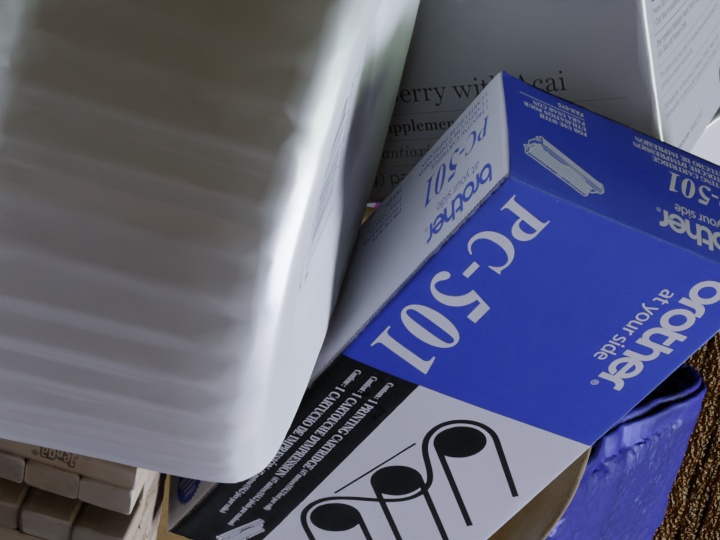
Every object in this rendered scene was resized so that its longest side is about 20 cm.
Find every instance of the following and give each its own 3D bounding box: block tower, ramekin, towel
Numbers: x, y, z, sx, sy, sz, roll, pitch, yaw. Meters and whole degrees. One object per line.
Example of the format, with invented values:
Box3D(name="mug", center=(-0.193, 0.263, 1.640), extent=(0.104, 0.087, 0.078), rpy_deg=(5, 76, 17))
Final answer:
Box3D(name="block tower", center=(-0.100, 0.107, 0.810), extent=(0.058, 0.054, 0.201), rpy_deg=(-67, 171, -51))
Box3D(name="ramekin", center=(-0.048, -0.041, 0.663), extent=(0.200, 0.097, 0.202), rpy_deg=(16, 90, -85))
Box3D(name="towel", center=(0.071, 0.137, 1.030), extent=(0.147, 0.049, 0.201), rpy_deg=(-21, 132, -55))

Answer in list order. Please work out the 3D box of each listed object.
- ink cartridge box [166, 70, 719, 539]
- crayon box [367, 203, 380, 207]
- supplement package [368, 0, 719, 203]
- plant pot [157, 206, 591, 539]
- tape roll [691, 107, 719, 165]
Box3D(name="ink cartridge box", center=(0.027, 0.029, 0.764), extent=(0.200, 0.093, 0.044), rpy_deg=(-48, -149, 41))
Box3D(name="crayon box", center=(0.000, 0.000, 0.923), extent=(0.201, 0.118, 0.058), rpy_deg=(-58, 174, 14))
Box3D(name="supplement package", center=(0.040, -0.136, 0.775), extent=(0.120, 0.120, 0.201), rpy_deg=(-47, 130, -61))
Box3D(name="plant pot", center=(-0.018, 0.055, 0.851), extent=(0.028, 0.198, 0.201), rpy_deg=(-105, -157, -51))
Box3D(name="tape roll", center=(0.119, -0.015, 1.024), extent=(0.202, 0.037, 0.203), rpy_deg=(-38, 156, -20))
